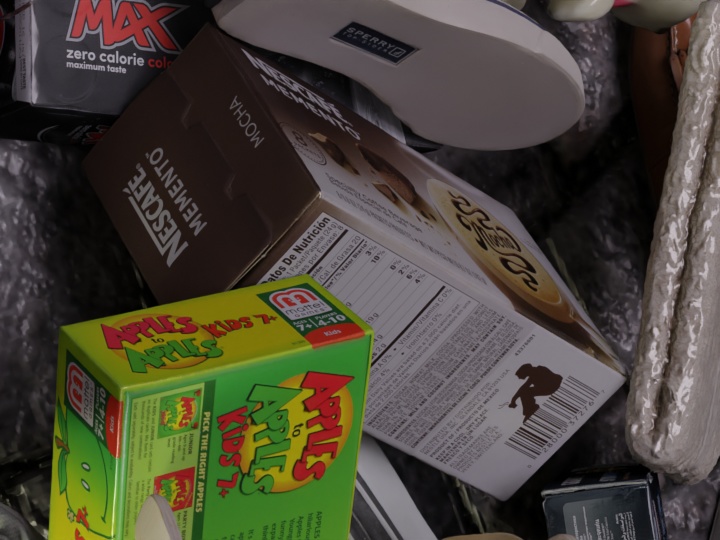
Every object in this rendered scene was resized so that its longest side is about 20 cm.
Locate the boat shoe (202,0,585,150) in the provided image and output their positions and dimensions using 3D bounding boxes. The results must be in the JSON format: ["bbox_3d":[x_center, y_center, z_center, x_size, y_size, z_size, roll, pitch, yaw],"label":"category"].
[{"bbox_3d":[0.015,-0.120,1.023,0.200,0.074,0.093,24,47,-45],"label":"boat shoe"}]

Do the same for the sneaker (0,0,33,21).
[{"bbox_3d":[-0.176,-0.079,0.958,0.080,0.075,0.201,23,82,-21],"label":"sneaker"}]

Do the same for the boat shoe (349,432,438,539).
[{"bbox_3d":[-0.018,0.108,1.038,0.200,0.071,0.064,53,56,-19],"label":"boat shoe"}]

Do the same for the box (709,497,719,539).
[{"bbox_3d":[0.271,0.154,1.215,0.199,0.109,0.129,30,67,-28],"label":"box"}]

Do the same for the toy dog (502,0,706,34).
[{"bbox_3d":[0.095,-0.187,1.090,0.200,0.139,0.195,39,60,-27],"label":"toy dog"}]

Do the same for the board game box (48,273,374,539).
[{"bbox_3d":[-0.058,0.108,0.914,0.101,0.048,0.201,-12,122,-32],"label":"board game box"}]

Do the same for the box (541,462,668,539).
[{"bbox_3d":[0.117,0.184,1.078,0.046,0.159,0.201,-9,88,8],"label":"box"}]

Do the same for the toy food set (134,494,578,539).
[{"bbox_3d":[0.024,0.143,0.858,0.199,0.060,0.144,12,43,-41],"label":"toy food set"}]

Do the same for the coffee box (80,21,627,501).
[{"bbox_3d":[0.000,0.000,1.006,0.080,0.113,0.200,-46,135,15],"label":"coffee box"}]

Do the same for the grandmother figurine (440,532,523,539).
[{"bbox_3d":[0.060,0.188,1.040,0.122,0.060,0.200,-53,148,-18],"label":"grandmother figurine"}]

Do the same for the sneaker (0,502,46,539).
[{"bbox_3d":[-0.131,0.130,0.948,0.200,0.081,0.075,39,61,-26],"label":"sneaker"}]

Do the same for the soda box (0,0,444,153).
[{"bbox_3d":[-0.062,-0.084,1.042,0.199,0.063,0.071,3,80,-35],"label":"soda box"}]

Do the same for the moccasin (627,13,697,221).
[{"bbox_3d":[0.169,-0.058,1.195,0.073,0.078,0.203,7,79,-32],"label":"moccasin"}]

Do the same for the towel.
[{"bbox_3d":[0.145,-0.011,1.081,0.132,0.034,0.201,28,73,-73],"label":"towel"}]
